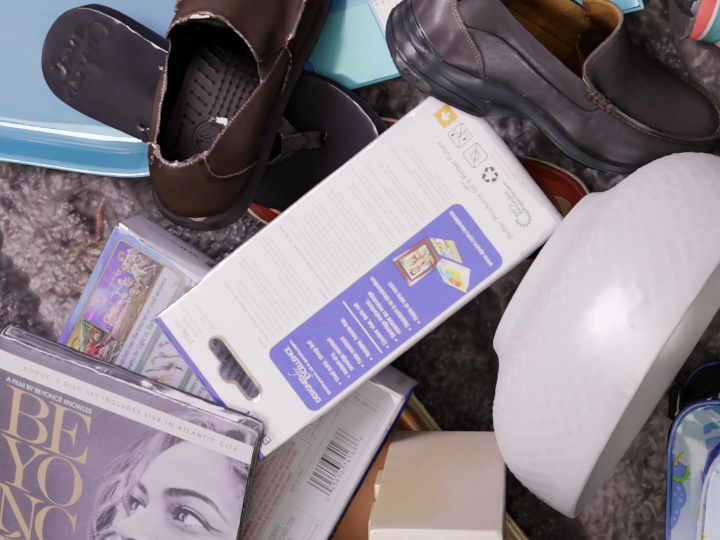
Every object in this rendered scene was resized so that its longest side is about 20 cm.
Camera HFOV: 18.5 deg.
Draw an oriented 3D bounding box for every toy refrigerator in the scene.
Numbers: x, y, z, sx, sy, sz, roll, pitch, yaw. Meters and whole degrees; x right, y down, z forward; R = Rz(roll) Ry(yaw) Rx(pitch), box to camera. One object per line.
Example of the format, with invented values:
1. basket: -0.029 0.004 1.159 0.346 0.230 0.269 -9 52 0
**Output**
1. toy refrigerator: 0.038 0.138 1.103 0.069 0.200 0.077 0 99 5

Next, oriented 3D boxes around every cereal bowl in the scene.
1. cereal bowl: 0.127 0.021 1.119 0.083 0.200 0.201 34 105 11

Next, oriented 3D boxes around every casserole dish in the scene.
1. casserole dish: -0.171 -0.120 1.238 0.198 0.039 0.122 8 102 11

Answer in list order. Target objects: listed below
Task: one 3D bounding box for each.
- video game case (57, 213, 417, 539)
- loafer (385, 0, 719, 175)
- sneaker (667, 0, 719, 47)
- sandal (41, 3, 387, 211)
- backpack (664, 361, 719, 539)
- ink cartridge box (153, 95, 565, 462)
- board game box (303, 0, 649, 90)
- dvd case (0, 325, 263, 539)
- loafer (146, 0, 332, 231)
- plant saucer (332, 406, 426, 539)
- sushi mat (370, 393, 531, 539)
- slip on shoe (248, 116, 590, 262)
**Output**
1. video game case: -0.094 0.101 1.207 0.181 0.045 0.201 30 105 5
2. loafer: 0.113 -0.104 1.121 0.199 0.073 0.072 15 139 -29
3. sneaker: 0.234 -0.199 1.132 0.093 0.070 0.201 19 102 -10
4. sandal: -0.082 -0.081 1.179 0.199 0.043 0.077 19 107 11
5. backpack: 0.256 0.148 1.139 0.198 0.147 0.185 2 103 8
6. ink cartridge box: 0.000 0.000 1.137 0.200 0.037 0.095 -38 87 2
7. board game box: 0.038 -0.187 1.176 0.199 0.047 0.152 -14 98 14
8. dvd case: -0.135 0.139 1.174 0.148 0.016 0.201 20 120 13
9. loafer: -0.060 -0.122 1.120 0.072 0.071 0.201 9 76 9
10. plant saucer: -0.042 0.139 1.244 0.199 0.037 0.202 2 100 14
11. sushi mat: 0.002 0.106 1.253 0.096 0.012 0.200 -39 90 16
12. slip on shoe: 0.027 -0.040 1.199 0.198 0.061 0.075 10 104 11
